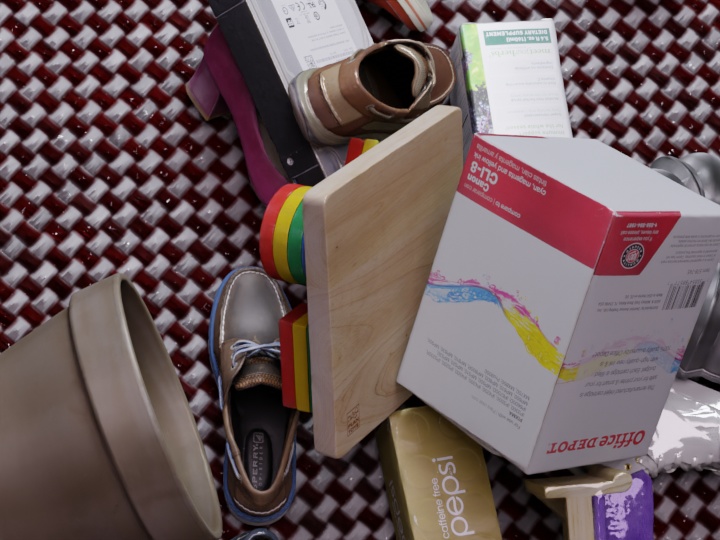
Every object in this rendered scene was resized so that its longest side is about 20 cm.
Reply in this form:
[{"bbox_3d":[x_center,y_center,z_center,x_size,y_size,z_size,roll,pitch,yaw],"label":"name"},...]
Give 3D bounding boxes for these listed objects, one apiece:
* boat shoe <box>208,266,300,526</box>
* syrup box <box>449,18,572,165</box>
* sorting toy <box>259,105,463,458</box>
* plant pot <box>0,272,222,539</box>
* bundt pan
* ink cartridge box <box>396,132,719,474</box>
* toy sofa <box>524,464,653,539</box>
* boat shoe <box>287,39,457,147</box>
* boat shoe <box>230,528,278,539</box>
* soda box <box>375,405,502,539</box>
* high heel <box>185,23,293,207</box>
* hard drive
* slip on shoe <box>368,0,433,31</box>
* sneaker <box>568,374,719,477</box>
[{"bbox_3d":[-0.072,0.085,1.493,0.072,0.072,0.201,-4,71,-10],"label":"boat shoe"},{"bbox_3d":[0.123,-0.091,1.585,0.078,0.081,0.201,-4,69,-9],"label":"syrup box"},{"bbox_3d":[0.000,0.000,1.451,0.069,0.200,0.200,12,27,28],"label":"sorting toy"},{"bbox_3d":[-0.211,0.126,1.410,0.173,0.200,0.201,-22,74,1],"label":"plant pot"},{"bbox_3d":[0.275,-0.014,1.553,0.201,0.076,0.202,6,49,-7],"label":"bundt pan"},{"bbox_3d":[0.144,0.022,1.429,0.145,0.201,0.144,-1,25,-46],"label":"ink cartridge box"},{"bbox_3d":[0.179,0.242,1.440,0.097,0.083,0.201,-4,88,-5],"label":"toy sofa"},{"bbox_3d":[0.026,-0.139,1.516,0.200,0.072,0.076,-29,93,-56],"label":"boat shoe"},{"bbox_3d":[-0.081,0.284,1.425,0.075,0.062,0.201,13,70,-8],"label":"boat shoe"},{"bbox_3d":[0.065,0.201,1.478,0.067,0.064,0.201,-8,71,-12],"label":"soda box"},{"bbox_3d":[-0.052,-0.111,1.552,0.067,0.096,0.200,-20,66,-45],"label":"high heel"},{"bbox_3d":[-0.035,-0.156,1.544,0.140,0.038,0.201,-23,90,-54],"label":"hard drive"},{"bbox_3d":[-0.025,-0.257,1.637,0.200,0.074,0.061,37,103,-1],"label":"slip on shoe"},{"bbox_3d":[0.236,0.143,1.527,0.199,0.074,0.116,25,70,11],"label":"sneaker"}]
